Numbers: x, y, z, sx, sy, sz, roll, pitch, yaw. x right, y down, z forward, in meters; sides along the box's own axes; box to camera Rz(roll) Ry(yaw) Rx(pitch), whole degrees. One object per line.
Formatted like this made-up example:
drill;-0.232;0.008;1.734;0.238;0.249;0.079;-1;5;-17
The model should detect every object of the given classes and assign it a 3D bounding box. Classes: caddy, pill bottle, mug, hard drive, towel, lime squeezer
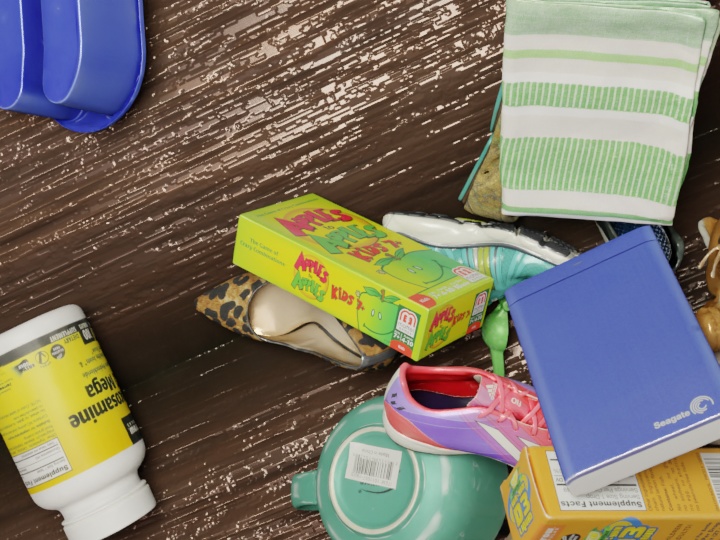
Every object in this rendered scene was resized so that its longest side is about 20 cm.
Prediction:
caddy;-0.261;-0.225;1.036;0.140;0.105;0.203;0;95;30
pill bottle;-0.266;0.143;1.059;0.112;0.112;0.202;-25;92;9
mug;0.026;0.193;0.998;0.185;0.114;0.153;-42;61;14
hard drive;0.192;0.062;0.880;0.131;0.201;0.025;-25;130;12
towel;0.181;-0.116;0.879;0.151;0.024;0.201;4;135;7
lime squeezer;0.153;0.044;1.034;0.070;0.038;0.201;34;97;5

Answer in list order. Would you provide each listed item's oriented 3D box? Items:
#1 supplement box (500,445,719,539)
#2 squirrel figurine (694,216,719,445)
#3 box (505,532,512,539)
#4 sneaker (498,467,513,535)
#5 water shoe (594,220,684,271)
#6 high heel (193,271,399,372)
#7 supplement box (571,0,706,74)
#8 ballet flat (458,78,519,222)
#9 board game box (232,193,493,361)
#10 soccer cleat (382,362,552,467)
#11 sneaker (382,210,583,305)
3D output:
supplement box;0.212;0.176;0.885;0.198;0.069;0.067;4;139;-13
squirrel figurine;0.317;0.048;0.947;0.140;0.199;0.189;-2;82;28
box;0.155;0.264;0.974;0.077;0.095;0.201;22;132;2
sneaker;0.171;0.147;1.021;0.200;0.083;0.122;-39;47;38
water shoe;0.212;-0.083;0.990;0.071;0.079;0.201;-37;87;-2
high heel;-0.061;0.045;1.007;0.197;0.143;0.072;2;107;7
supplement box;0.218;-0.235;0.937;0.102;0.131;0.203;4;82;6
ballet flat;0.135;-0.111;0.963;0.070;0.201;0.071;6;53;-8
board game box;0.000;0.000;0.978;0.199;0.101;0.048;27;119;29
soccer cleat;0.116;0.114;0.912;0.198;0.074;0.069;8;52;4
sneaker;0.109;-0.004;1.019;0.198;0.077;0.081;9;97;21
